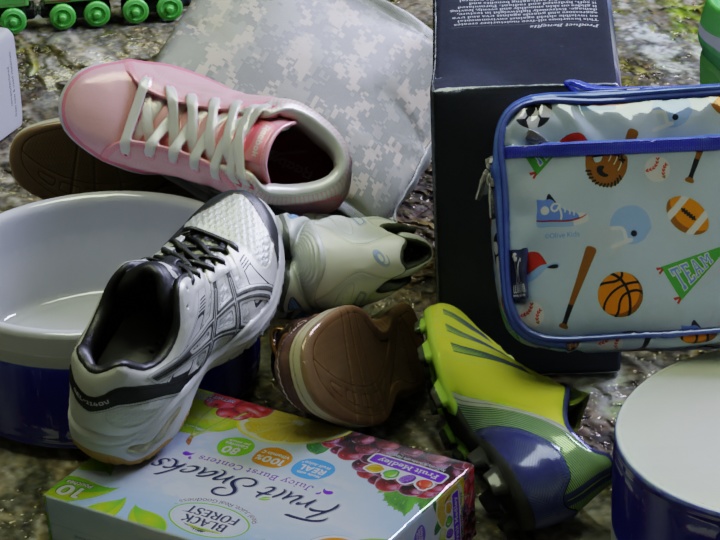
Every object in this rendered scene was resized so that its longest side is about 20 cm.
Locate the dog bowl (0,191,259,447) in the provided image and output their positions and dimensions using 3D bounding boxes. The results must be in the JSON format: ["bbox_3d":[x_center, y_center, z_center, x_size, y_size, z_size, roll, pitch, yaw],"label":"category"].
[{"bbox_3d":[-0.162,0.028,1.711,0.199,0.079,0.200,-2,26,1],"label":"dog bowl"}]

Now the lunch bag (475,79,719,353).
[{"bbox_3d":[0.166,-0.034,1.585,0.199,0.161,0.076,-2,-5,2],"label":"lunch bag"}]

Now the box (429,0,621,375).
[{"bbox_3d":[0.106,-0.065,1.749,0.122,0.201,0.199,-1,28,4],"label":"box"}]

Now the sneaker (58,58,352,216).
[{"bbox_3d":[-0.095,-0.090,1.763,0.199,0.076,0.105,19,-6,-5],"label":"sneaker"}]

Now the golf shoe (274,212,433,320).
[{"bbox_3d":[0.000,0.000,1.720,0.097,0.079,0.200,-3,2,8],"label":"golf shoe"}]

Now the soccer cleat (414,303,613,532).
[{"bbox_3d":[0.089,0.080,1.605,0.083,0.065,0.200,-21,35,-6],"label":"soccer cleat"}]

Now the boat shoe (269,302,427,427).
[{"bbox_3d":[-0.020,0.058,1.629,0.072,0.073,0.200,-12,3,18],"label":"boat shoe"}]

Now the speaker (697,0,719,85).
[{"bbox_3d":[0.257,-0.081,1.762,0.088,0.201,0.089,-2,26,1],"label":"speaker"}]

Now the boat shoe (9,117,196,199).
[{"bbox_3d":[-0.154,-0.085,1.966,0.199,0.073,0.065,-4,21,-14],"label":"boat shoe"}]

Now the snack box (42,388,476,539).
[{"bbox_3d":[-0.055,0.136,1.529,0.199,0.053,0.142,13,32,29],"label":"snack box"}]

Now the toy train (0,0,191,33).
[{"bbox_3d":[-0.239,-0.232,2.275,0.199,0.057,0.042,-6,27,-4],"label":"toy train"}]

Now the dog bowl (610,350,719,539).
[{"bbox_3d":[0.236,0.120,1.502,0.199,0.079,0.200,-2,27,1],"label":"dog bowl"}]

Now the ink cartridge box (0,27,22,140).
[{"bbox_3d":[-0.364,-0.114,2.025,0.144,0.084,0.200,10,30,24],"label":"ink cartridge box"}]

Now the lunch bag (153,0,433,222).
[{"bbox_3d":[-0.040,-0.114,1.897,0.199,0.118,0.164,29,62,2],"label":"lunch bag"}]

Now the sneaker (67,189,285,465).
[{"bbox_3d":[-0.100,0.016,1.559,0.075,0.088,0.200,16,51,17],"label":"sneaker"}]
